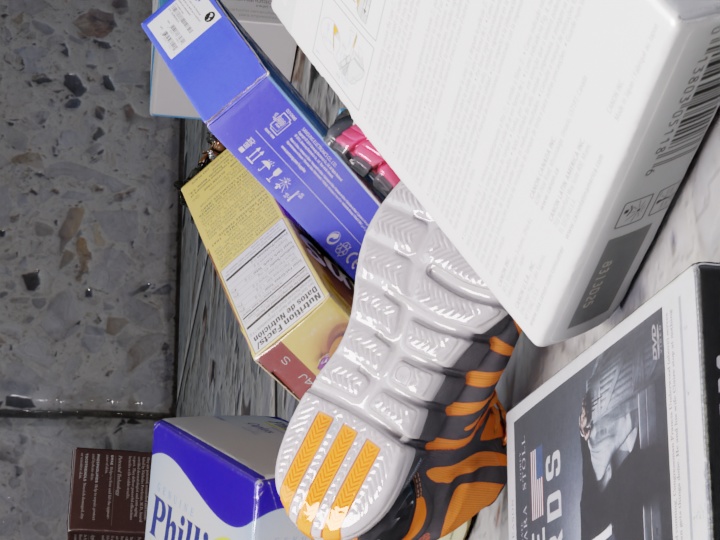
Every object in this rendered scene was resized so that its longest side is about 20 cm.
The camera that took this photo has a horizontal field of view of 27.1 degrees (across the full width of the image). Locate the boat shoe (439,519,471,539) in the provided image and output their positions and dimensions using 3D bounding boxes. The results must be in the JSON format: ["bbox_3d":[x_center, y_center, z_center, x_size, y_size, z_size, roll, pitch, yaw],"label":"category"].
[{"bbox_3d":[0.009,0.156,0.814,0.075,0.065,0.202,-97,15,-47],"label":"boat shoe"}]

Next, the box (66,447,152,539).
[{"bbox_3d":[-0.424,0.431,2.675,0.167,0.197,0.166,109,162,-52],"label":"box"}]

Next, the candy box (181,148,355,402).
[{"bbox_3d":[-0.031,0.016,0.864,0.056,0.117,0.201,-39,34,6],"label":"candy box"}]

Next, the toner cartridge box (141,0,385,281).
[{"bbox_3d":[-0.036,-0.066,0.829,0.200,0.043,0.095,47,-172,-51],"label":"toner cartridge box"}]

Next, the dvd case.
[{"bbox_3d":[0.089,0.100,0.520,0.200,0.024,0.153,123,150,-68],"label":"dvd case"}]

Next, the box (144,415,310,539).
[{"bbox_3d":[-0.067,0.211,0.978,0.183,0.104,0.203,13,98,61],"label":"box"}]

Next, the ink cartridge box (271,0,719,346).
[{"bbox_3d":[0.044,-0.097,0.547,0.201,0.050,0.163,55,149,29],"label":"ink cartridge box"}]

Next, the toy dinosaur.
[{"bbox_3d":[-0.152,-0.122,1.797,0.201,0.101,0.137,79,-160,-49],"label":"toy dinosaur"}]

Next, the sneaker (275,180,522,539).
[{"bbox_3d":[0.042,0.032,0.654,0.201,0.077,0.112,-58,-30,1],"label":"sneaker"}]

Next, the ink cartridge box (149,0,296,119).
[{"bbox_3d":[-0.149,-0.282,1.606,0.147,0.144,0.202,106,164,-49],"label":"ink cartridge box"}]

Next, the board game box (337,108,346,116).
[{"bbox_3d":[0.000,0.000,1.030,0.200,0.025,0.203,-124,39,-72],"label":"board game box"}]

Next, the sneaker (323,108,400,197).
[{"bbox_3d":[0.034,-0.072,0.781,0.075,0.080,0.200,-48,5,5],"label":"sneaker"}]
